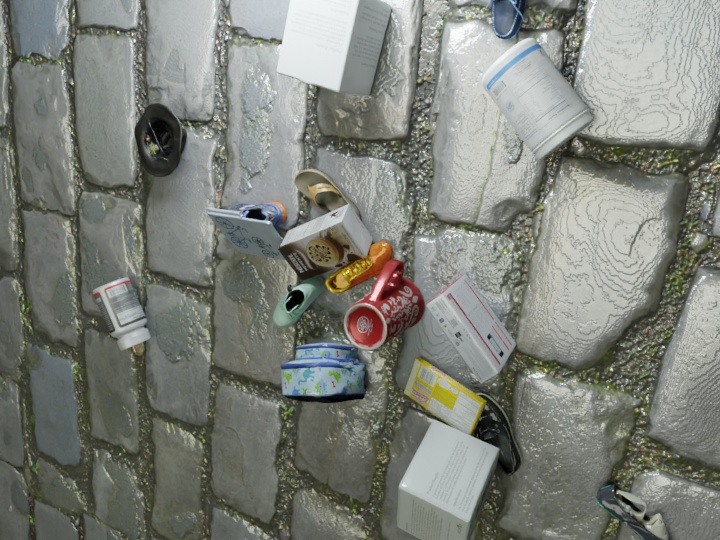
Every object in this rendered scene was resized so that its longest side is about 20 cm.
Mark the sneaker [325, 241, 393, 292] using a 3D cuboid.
[{"bbox_3d":[0.000,0.000,1.455,0.200,0.077,0.073,-38,83,27],"label":"sneaker"}]

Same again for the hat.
[{"bbox_3d":[-0.523,-0.353,1.628,0.199,0.081,0.203,10,107,33],"label":"hat"}]

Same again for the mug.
[{"bbox_3d":[0.044,0.081,1.382,0.132,0.200,0.179,-16,96,29],"label":"mug"}]

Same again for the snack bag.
[{"bbox_3d":[-0.275,-0.090,1.536,0.198,0.022,0.189,11,152,24],"label":"snack bag"}]

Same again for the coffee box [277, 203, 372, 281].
[{"bbox_3d":[-0.086,-0.065,1.456,0.199,0.080,0.113,-21,120,31],"label":"coffee box"}]

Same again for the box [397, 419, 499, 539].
[{"bbox_3d":[0.199,0.503,1.381,0.170,0.199,0.201,20,136,21],"label":"box"}]

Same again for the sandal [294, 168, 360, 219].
[{"bbox_3d":[-0.084,-0.176,1.464,0.200,0.054,0.081,43,119,10],"label":"sandal"}]

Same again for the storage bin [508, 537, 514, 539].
[{"bbox_3d":[0.377,0.800,1.459,0.198,0.094,0.201,38,116,14],"label":"storage bin"}]

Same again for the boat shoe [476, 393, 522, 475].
[{"bbox_3d":[0.313,0.387,1.401,0.074,0.066,0.201,-22,92,30],"label":"boat shoe"}]

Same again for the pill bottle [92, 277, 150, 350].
[{"bbox_3d":[-0.725,0.134,1.831,0.113,0.114,0.202,-20,94,29],"label":"pill bottle"}]

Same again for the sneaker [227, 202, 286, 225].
[{"bbox_3d":[-0.293,-0.141,1.565,0.198,0.078,0.076,-8,99,28],"label":"sneaker"}]

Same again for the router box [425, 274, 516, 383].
[{"bbox_3d":[0.245,0.121,1.304,0.049,0.179,0.201,-38,84,28],"label":"router box"}]

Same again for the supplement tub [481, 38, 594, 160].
[{"bbox_3d":[0.342,-0.333,1.167,0.132,0.132,0.201,-38,86,29],"label":"supplement tub"}]

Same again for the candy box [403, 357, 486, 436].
[{"bbox_3d":[0.199,0.303,1.436,0.199,0.026,0.103,31,118,32],"label":"candy box"}]

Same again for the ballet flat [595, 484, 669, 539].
[{"bbox_3d":[0.607,0.539,1.293,0.200,0.073,0.073,40,117,15],"label":"ballet flat"}]

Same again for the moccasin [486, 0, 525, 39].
[{"bbox_3d":[0.285,-0.562,1.173,0.080,0.068,0.202,7,106,25],"label":"moccasin"}]

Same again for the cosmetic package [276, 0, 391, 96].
[{"bbox_3d":[-0.056,-0.503,1.304,0.164,0.165,0.202,24,112,20],"label":"cosmetic package"}]

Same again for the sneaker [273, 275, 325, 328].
[{"bbox_3d":[-0.186,0.092,1.548,0.074,0.118,0.200,48,120,6],"label":"sneaker"}]

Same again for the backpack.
[{"bbox_3d":[-0.100,0.256,1.500,0.181,0.199,0.149,-8,79,29],"label":"backpack"}]
